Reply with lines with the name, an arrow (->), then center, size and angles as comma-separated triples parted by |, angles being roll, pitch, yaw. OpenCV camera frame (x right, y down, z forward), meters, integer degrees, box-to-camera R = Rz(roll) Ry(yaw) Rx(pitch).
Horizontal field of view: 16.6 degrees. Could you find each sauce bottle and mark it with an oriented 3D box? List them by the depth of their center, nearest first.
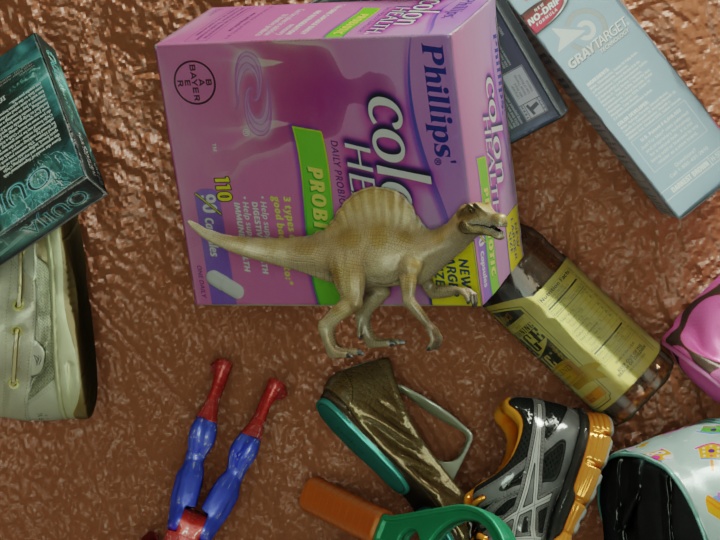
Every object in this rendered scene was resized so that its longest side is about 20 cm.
sauce bottle -> 0.118, 0.016, 1.636 | 0.200, 0.066, 0.066 | 43, 92, 0

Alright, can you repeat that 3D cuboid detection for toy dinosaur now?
toy dinosaur -> 0.000, 0.000, 1.512 | 0.199, 0.058, 0.102 | -4, 94, 16

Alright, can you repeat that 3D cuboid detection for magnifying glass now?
magnifying glass -> 0.030, 0.175, 1.595 | 0.022, 0.200, 0.080 | 21, 90, -44

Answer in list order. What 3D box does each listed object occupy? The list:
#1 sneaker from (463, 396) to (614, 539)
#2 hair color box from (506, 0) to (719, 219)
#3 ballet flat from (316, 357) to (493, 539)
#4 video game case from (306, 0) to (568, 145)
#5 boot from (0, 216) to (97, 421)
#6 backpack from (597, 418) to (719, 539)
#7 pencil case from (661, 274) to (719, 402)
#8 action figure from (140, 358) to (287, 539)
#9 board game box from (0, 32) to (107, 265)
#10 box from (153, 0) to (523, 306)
sneaker -> 0.097, 0.173, 1.593 | 0.077, 0.078, 0.201 | 24, 66, -4
hair color box -> 0.164, -0.130, 1.609 | 0.061, 0.099, 0.200 | -39, 92, 2
ballet flat -> 0.054, 0.140, 1.649 | 0.072, 0.068, 0.200 | -37, 89, -17
video game case -> 0.017, -0.120, 1.600 | 0.200, 0.019, 0.143 | -27, 98, 30
boot -> -0.261, 0.007, 1.634 | 0.154, 0.072, 0.201 | -7, 91, 5
backpack -> 0.241, 0.193, 1.592 | 0.153, 0.176, 0.201 | -25, 92, -15
pencil case -> 0.296, 0.008, 1.619 | 0.091, 0.094, 0.200 | 41, 93, -17
action figure -> -0.110, 0.169, 1.650 | 0.065, 0.099, 0.201 | 21, 71, 2
board game box -> -0.267, -0.049, 1.597 | 0.200, 0.028, 0.136 | -32, 53, 12
box -> -0.011, -0.074, 1.562 | 0.199, 0.097, 0.177 | 0, 110, 20
